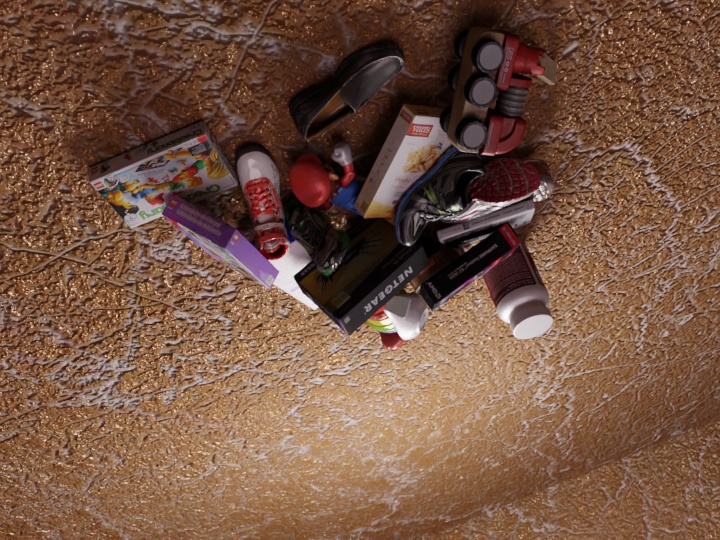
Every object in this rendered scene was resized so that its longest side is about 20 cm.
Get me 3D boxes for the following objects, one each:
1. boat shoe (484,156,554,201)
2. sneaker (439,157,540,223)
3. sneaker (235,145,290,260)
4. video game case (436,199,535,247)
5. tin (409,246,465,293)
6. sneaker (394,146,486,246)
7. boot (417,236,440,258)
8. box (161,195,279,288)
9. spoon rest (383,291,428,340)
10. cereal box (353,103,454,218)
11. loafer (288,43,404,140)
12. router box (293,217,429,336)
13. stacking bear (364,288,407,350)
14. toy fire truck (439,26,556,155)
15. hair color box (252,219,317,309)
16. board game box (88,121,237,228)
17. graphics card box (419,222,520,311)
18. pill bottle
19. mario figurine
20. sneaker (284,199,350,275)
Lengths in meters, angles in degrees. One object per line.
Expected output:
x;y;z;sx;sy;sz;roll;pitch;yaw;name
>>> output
0.252;-0.167;1.355;0.196;0.073;0.076;1;148;8;boat shoe
0.217;-0.136;1.287;0.197;0.082;0.074;-14;162;28;sneaker
-0.158;-0.105;1.237;0.066;0.109;0.203;-13;144;-6;sneaker
0.240;-0.084;1.413;0.179;0.024;0.200;-19;174;9;video game case
0.162;-0.002;1.496;0.111;0.042;0.199;-36;167;17;tin
0.132;-0.119;1.247;0.200;0.083;0.071;-49;149;11;sneaker
0.060;-0.009;1.478;0.197;0.075;0.098;-4;142;-25;boot
-0.229;-0.044;1.240;0.039;0.135;0.200;-59;158;-10;box
0.089;0.081;1.456;0.060;0.101;0.200;16;172;19;spoon rest
0.086;-0.179;1.240;0.142;0.040;0.201;-7;136;-43;cereal box
-0.015;-0.264;1.118;0.198;0.073;0.073;-32;141;18;loafer
0.000;0.000;1.334;0.199;0.157;0.053;-41;137;-13;router box
0.041;0.068;1.511;0.114;0.122;0.200;-43;154;0;stacking bear
0.234;-0.276;1.150;0.197;0.129;0.179;2;115;-16;toy fire truck
-0.110;-0.009;1.421;0.108;0.065;0.200;-32;140;18;hair color box
-0.311;-0.149;1.179;0.197;0.035;0.127;-21;145;5;board game box
0.203;-0.004;1.397;0.199;0.051;0.126;-34;171;-3;graphics card box
0.322;0.034;1.536;0.111;0.202;0.114;-10;144;-8;pill bottle
-0.044;-0.158;1.265;0.198;0.105;0.125;12;101;-48;mario figurine
-0.082;-0.059;1.260;0.085;0.200;0.079;30;99;-33;sneaker
